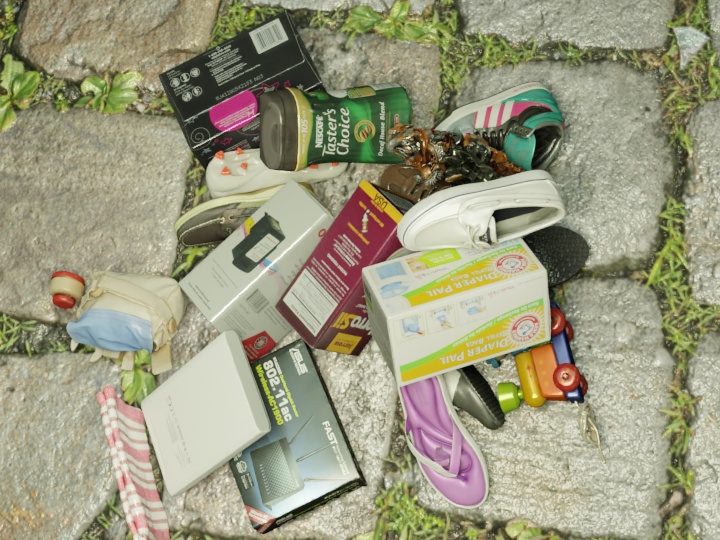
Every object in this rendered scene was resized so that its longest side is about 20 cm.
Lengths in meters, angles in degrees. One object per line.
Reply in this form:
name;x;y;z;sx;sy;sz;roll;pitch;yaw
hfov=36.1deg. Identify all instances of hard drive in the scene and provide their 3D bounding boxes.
hard drive;-0.198;0.181;1.385;0.199;0.026;0.134;-38;66;37

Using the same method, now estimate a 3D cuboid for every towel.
towel;-0.276;0.253;1.375;0.029;0.147;0.203;-18;71;-3

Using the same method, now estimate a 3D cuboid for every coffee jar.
coffee jar;-0.035;-0.186;1.439;0.196;0.085;0.106;-7;114;-19

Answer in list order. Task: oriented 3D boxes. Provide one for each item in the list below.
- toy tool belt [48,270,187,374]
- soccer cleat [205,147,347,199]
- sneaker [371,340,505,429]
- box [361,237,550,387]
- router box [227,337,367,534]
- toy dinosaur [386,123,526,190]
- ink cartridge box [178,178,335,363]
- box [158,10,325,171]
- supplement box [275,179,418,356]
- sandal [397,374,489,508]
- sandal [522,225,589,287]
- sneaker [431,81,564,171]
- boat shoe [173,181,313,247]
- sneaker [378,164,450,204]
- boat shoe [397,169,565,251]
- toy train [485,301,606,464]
toy tool belt;-0.329;0.069;1.453;0.196;0.125;0.125;4;65;11
soccer cleat;-0.115;-0.137;1.513;0.196;0.078;0.070;-8;60;-14
sneaker;0.095;0.139;1.394;0.200;0.074;0.089;45;103;18
box;0.114;0.040;1.307;0.196;0.103;0.113;-16;34;-9
router box;-0.097;0.209;1.401;0.148;0.062;0.202;-25;70;0
toy dinosaur;0.129;-0.135;1.368;0.196;0.104;0.137;-3;34;9
ink cartridge box;-0.112;0.004;1.418;0.200;0.146;0.083;-43;58;-5
box;-0.154;-0.238;1.521;0.197;0.115;0.134;-26;69;-1
supplement box;0.000;0.000;1.384;0.086;0.110;0.201;44;106;31
sandal;0.089;0.204;1.342;0.081;0.050;0.205;-23;96;25
sandal;0.202;0.010;1.418;0.198;0.045;0.076;-32;79;-6
sneaker;0.184;-0.162;1.443;0.197;0.084;0.121;-26;45;-5
boat shoe;-0.154;-0.064;1.489;0.196;0.073;0.066;-17;66;4
sneaker;0.109;-0.089;1.424;0.198;0.076;0.071;30;80;16
boat shoe;0.141;-0.060;1.286;0.197;0.074;0.066;-20;45;2
toy train;0.220;0.151;1.361;0.114;0.085;0.204;-17;71;15
